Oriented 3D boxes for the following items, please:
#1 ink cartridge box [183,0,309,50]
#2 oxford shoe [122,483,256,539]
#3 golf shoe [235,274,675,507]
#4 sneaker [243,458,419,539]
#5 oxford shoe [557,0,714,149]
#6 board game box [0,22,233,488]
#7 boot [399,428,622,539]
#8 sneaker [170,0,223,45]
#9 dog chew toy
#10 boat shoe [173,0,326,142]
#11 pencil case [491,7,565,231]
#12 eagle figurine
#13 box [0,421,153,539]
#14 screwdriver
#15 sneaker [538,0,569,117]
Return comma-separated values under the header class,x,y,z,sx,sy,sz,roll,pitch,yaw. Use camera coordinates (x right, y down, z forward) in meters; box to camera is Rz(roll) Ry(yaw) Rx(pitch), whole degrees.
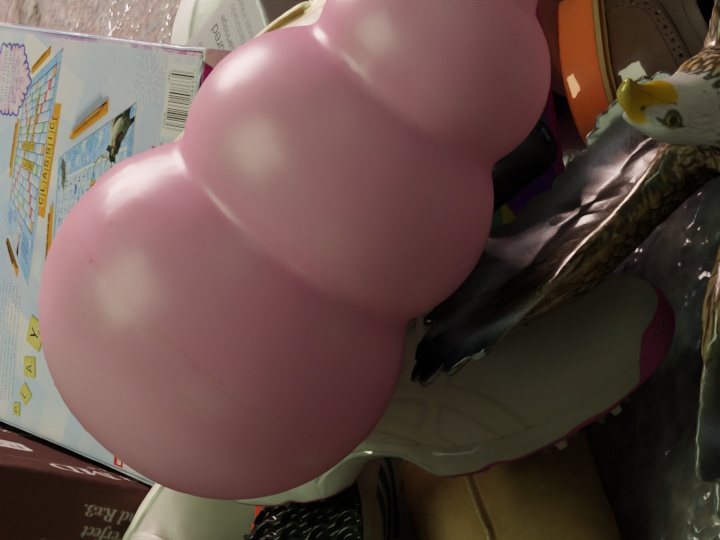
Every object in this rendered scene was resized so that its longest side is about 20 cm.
class,x,y,z,sx,sy,sz,roll,pitch,yaw
ink cartridge box,-0.058,-0.026,0.954,0.200,0.083,0.146,-43,56,39
oxford shoe,-0.082,0.158,0.841,0.200,0.075,0.058,-60,18,-14
golf shoe,0.015,0.030,0.718,0.200,0.092,0.075,-17,31,24
sneaker,-0.004,0.115,0.805,0.070,0.093,0.200,-32,37,21
oxford shoe,0.122,-0.130,0.790,0.073,0.071,0.200,-15,53,21
board game box,-0.129,-0.015,0.938,0.199,0.041,0.200,15,100,47
boot,0.085,0.100,0.701,0.175,0.066,0.200,-52,34,29
sneaker,-0.046,-0.146,1.045,0.085,0.073,0.200,6,87,42
dog chew toy,-0.015,-0.022,0.632,0.200,0.125,0.125,-51,34,13
boat shoe,-0.033,-0.050,0.773,0.200,0.074,0.069,-35,25,56
pencil case,0.041,-0.069,0.780,0.088,0.088,0.200,10,109,59
eagle figurine,0.118,-0.030,0.641,0.152,0.151,0.200,-137,63,-68
box,-0.159,0.167,0.949,0.200,0.166,0.164,12,86,60
screwdriver,0.000,0.000,0.759,0.200,0.029,0.028,-39,24,33
sneaker,0.045,-0.133,0.889,0.099,0.071,0.200,-40,46,34
